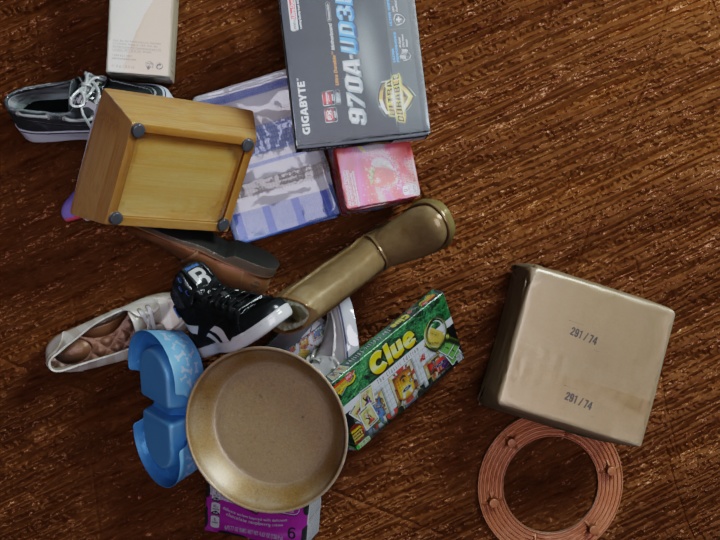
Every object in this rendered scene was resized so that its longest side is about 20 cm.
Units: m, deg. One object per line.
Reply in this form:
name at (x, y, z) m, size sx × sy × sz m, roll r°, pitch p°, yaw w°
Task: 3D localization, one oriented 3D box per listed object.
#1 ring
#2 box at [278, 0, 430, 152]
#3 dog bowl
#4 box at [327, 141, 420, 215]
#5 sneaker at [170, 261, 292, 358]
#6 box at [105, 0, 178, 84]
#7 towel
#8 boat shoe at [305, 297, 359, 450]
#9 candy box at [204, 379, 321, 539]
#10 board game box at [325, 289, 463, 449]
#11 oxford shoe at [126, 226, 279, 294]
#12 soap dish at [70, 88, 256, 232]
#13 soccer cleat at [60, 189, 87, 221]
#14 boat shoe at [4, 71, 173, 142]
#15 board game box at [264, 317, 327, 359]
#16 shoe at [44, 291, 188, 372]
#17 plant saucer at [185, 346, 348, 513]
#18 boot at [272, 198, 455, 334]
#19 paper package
ring at (0.254, 0.285, 1.471) m, size 0.199 × 0.019 × 0.201 m, roll -1°, pitch 95°, yaw -6°
box at (-0.009, -0.245, 1.291) m, size 0.158 × 0.046 × 0.201 m, roll -6°, pitch 88°, yaw -5°
dog bowl at (-0.233, 0.164, 1.358) m, size 0.049 × 0.111 × 0.201 m, roll -15°, pitch 111°, yaw -38°
box at (0.005, -0.175, 1.363) m, size 0.095 × 0.100 × 0.201 m, roll -11°, pitch 90°, yaw -6°
sneaker at (-0.166, 0.036, 1.296) m, size 0.073 × 0.200 × 0.112 m, roll -35°, pitch 98°, yaw -36°
box at (-0.260, -0.331, 1.336) m, size 0.077 × 0.095 × 0.201 m, roll 4°, pitch 95°, yaw -6°
towel at (-0.117, -0.144, 1.399) m, size 0.146 × 0.024 × 0.201 m, roll -16°, pitch 96°, yaw -4°
boat shoe at (-0.038, 0.129, 1.385) m, size 0.069 × 0.071 × 0.201 m, roll -3°, pitch 101°, yaw -9°
candy box at (-0.115, 0.229, 1.364) m, size 0.136 × 0.061 × 0.201 m, roll 7°, pitch 101°, yaw 14°
board game box at (0.044, 0.121, 1.368) m, size 0.200 × 0.023 × 0.105 m, roll -38°, pitch 120°, yaw -29°
oxford shoe at (-0.206, -0.016, 1.379) m, size 0.199 × 0.071 × 0.071 m, roll 25°, pitch 115°, yaw -3°
soap dish at (-0.224, -0.122, 1.300) m, size 0.199 × 0.081 × 0.158 m, roll 2°, pitch 118°, yaw -39°
soccer cleat at (-0.289, -0.134, 1.357) m, size 0.200 × 0.067 × 0.077 m, roll -34°, pitch 108°, yaw -7°
boat shoe at (-0.326, -0.202, 1.325) m, size 0.198 × 0.068 × 0.074 m, roll -1°, pitch 60°, yaw 12°
board game box at (-0.101, 0.148, 1.421) m, size 0.105 × 0.023 × 0.200 m, roll 44°, pitch 88°, yaw -10°
shoe at (-0.297, 0.082, 1.379) m, size 0.199 × 0.053 × 0.070 m, roll -22°, pitch 96°, yaw -4°
plant saucer at (-0.107, 0.183, 1.303) m, size 0.199 × 0.035 × 0.201 m, roll 2°, pitch 100°, yaw 13°
boot at (0.000, 0.000, 1.313) m, size 0.200 × 0.175 × 0.066 m, roll -35°, pitch 94°, yaw -36°
paper package at (0.272, 0.108, 1.412) m, size 0.199 × 0.103 × 0.191 m, roll 16°, pitch 87°, yaw -7°
